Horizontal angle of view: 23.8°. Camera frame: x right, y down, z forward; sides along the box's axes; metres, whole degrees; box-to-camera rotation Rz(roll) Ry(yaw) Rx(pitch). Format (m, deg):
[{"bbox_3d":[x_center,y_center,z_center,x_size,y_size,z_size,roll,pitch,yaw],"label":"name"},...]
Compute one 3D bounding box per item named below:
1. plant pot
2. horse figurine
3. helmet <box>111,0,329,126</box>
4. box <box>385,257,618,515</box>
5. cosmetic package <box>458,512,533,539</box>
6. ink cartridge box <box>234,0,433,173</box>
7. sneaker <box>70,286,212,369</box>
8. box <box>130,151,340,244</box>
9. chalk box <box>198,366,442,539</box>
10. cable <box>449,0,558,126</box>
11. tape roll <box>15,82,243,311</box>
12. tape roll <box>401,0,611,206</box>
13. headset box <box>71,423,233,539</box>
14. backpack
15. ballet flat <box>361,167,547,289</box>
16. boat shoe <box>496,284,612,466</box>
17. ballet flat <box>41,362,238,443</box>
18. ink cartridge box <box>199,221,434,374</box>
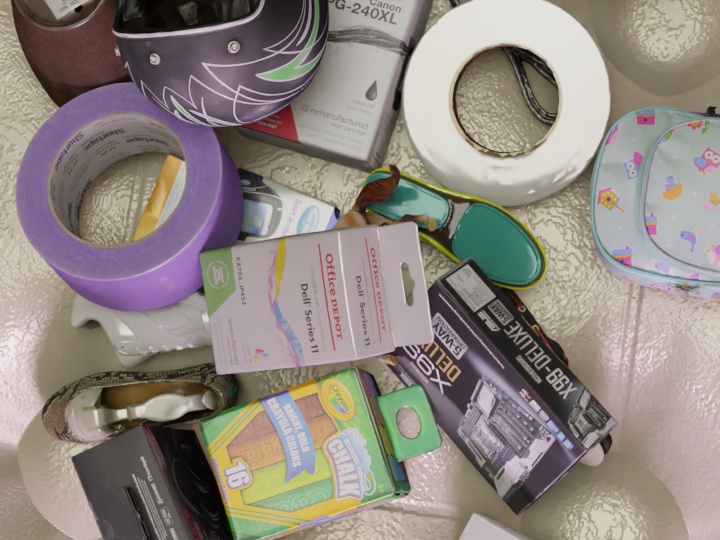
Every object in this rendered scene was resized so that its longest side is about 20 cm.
[{"bbox_3d":[-0.253,-0.246,1.625,0.186,0.200,0.187,-1,82,7],"label":"plant pot"},{"bbox_3d":[0.000,0.000,1.579,0.132,0.050,0.200,15,90,49],"label":"horse figurine"},{"bbox_3d":[-0.122,-0.222,1.520,0.200,0.200,0.191,6,83,9],"label":"helmet"},{"bbox_3d":[0.121,0.107,1.548,0.050,0.158,0.200,-34,78,-33],"label":"box"},{"bbox_3d":[0.182,0.288,1.553,0.200,0.083,0.051,28,85,10],"label":"cosmetic package"},{"bbox_3d":[-0.025,-0.211,1.646,0.145,0.083,0.200,16,86,11],"label":"ink cartridge box"},{"bbox_3d":[-0.190,0.054,1.647,0.200,0.078,0.100,20,92,19],"label":"sneaker"},{"bbox_3d":[-0.112,-0.034,1.659,0.200,0.041,0.119,22,86,8],"label":"box"},{"bbox_3d":[-0.028,0.165,1.575,0.200,0.124,0.125,-20,80,6],"label":"chalk box"},{"bbox_3d":[0.143,-0.231,1.641,0.097,0.050,0.200,-16,81,3],"label":"cable"},{"bbox_3d":[-0.215,-0.069,1.601,0.199,0.085,0.200,-4,68,10],"label":"tape roll"},{"bbox_3d":[0.138,-0.161,1.619,0.202,0.037,0.203,1,96,8],"label":"tape roll"},{"bbox_3d":[-0.180,0.223,1.552,0.077,0.200,0.149,-25,79,4],"label":"headset box"},{"bbox_3d":[0.304,-0.063,1.550,0.200,0.153,0.176,6,89,15],"label":"backpack"},{"bbox_3d":[0.093,-0.042,1.613,0.200,0.067,0.067,27,93,18],"label":"ballet flat"},{"bbox_3d":[0.167,0.091,1.581,0.063,0.074,0.201,-34,76,-27],"label":"boat shoe"},{"bbox_3d":[-0.216,0.129,1.630,0.199,0.075,0.068,-10,100,6],"label":"ballet flat"},{"bbox_3d":[-0.041,0.024,1.519,0.200,0.067,0.117,-9,90,34],"label":"ink cartridge box"}]
